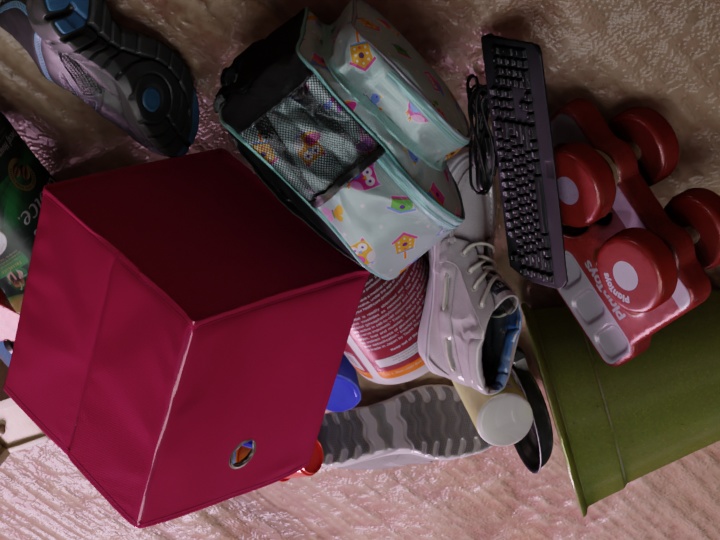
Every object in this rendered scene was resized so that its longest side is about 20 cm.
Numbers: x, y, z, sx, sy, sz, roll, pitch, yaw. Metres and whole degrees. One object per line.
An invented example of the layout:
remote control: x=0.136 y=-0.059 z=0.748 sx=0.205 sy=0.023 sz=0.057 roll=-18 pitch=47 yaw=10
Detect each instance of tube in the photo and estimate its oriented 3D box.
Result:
tube: x=0.107 y=0.092 z=1.519 sx=0.052 sy=0.200 sz=0.058 roll=-26 pitch=114 yaw=0

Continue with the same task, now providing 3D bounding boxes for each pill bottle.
pill bottle: x=0.000 y=0.000 z=1.473 sx=0.112 sy=0.114 sz=0.200 roll=-16 pitch=134 yaw=22

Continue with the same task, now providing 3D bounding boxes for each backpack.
backpack: x=0.001 y=-0.100 z=1.294 sx=0.153 sy=0.176 sz=0.201 roll=-33 pitch=107 yaw=9

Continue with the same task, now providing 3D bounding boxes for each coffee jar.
coffee jar: x=-0.293 y=-0.045 z=1.426 sx=0.085 sy=0.105 sz=0.200 roll=-26 pitch=116 yaw=30

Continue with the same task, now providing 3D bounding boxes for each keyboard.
keyboard: x=0.115 y=-0.085 z=1.343 sx=0.039 sy=0.104 sz=0.202 roll=-16 pitch=109 yaw=-24

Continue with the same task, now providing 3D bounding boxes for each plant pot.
plant pot: x=0.262 y=0.099 z=1.527 sx=0.188 sy=0.201 sz=0.201 roll=-17 pitch=135 yaw=5

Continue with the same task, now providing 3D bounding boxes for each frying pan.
frying pan: x=0.147 y=0.101 z=1.616 sx=0.031 sy=0.192 sz=0.115 roll=-16 pitch=-177 yaw=-10

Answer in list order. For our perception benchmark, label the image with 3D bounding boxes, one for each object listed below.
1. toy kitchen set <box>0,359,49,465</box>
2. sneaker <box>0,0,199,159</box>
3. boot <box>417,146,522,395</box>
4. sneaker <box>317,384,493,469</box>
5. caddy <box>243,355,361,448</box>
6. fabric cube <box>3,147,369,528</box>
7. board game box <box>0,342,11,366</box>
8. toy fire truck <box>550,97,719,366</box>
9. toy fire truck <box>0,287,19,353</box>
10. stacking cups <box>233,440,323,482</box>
toy kitchen set: x=-0.304 y=0.204 z=1.625 sx=0.199 sy=0.181 sz=0.164 roll=18 pitch=148 yaw=36
sneaker: x=-0.206 y=-0.165 z=1.359 sx=0.081 sy=0.074 sz=0.200 roll=0 pitch=144 yaw=42
boot: x=0.103 y=0.002 z=1.421 sx=0.073 sy=0.095 sz=0.202 roll=-8 pitch=109 yaw=-34
sneaker: x=0.046 y=0.160 z=1.695 sx=0.198 sy=0.075 sz=0.082 roll=-5 pitch=166 yaw=8
caddy: x=-0.092 y=0.085 z=1.579 sx=0.199 sy=0.106 sz=0.141 roll=21 pitch=128 yaw=-41
fabric cube: x=-0.141 y=0.048 z=1.353 sx=0.195 sy=0.200 sz=0.201 roll=-15 pitch=134 yaw=-44
board game box: x=-0.266 y=0.014 z=1.540 sx=0.158 sy=0.039 sz=0.200 roll=44 pitch=117 yaw=3
toy fire truck: x=0.199 y=-0.031 z=1.393 sx=0.201 sy=0.112 sz=0.168 roll=55 pitch=143 yaw=7
toy fire truck: x=-0.343 y=-0.023 z=1.473 sx=0.049 sy=0.142 sz=0.199 roll=-30 pitch=137 yaw=31
stacking cups: x=-0.120 y=0.192 z=1.700 sx=0.199 sy=0.061 sz=0.061 roll=-9 pitch=139 yaw=36
